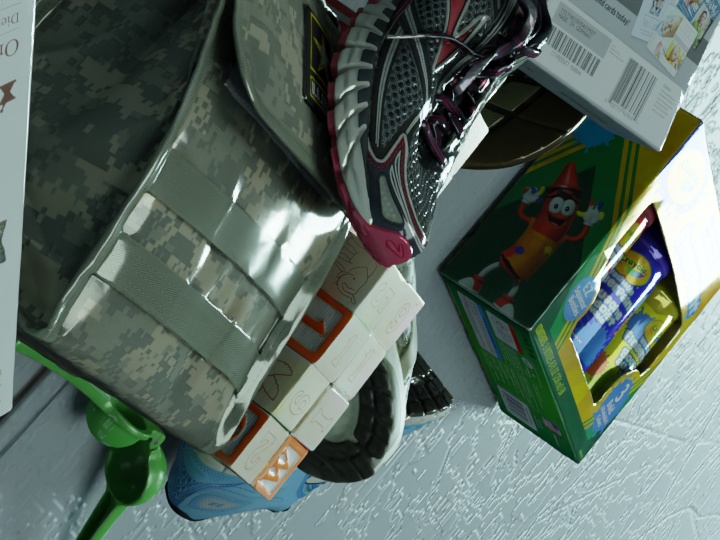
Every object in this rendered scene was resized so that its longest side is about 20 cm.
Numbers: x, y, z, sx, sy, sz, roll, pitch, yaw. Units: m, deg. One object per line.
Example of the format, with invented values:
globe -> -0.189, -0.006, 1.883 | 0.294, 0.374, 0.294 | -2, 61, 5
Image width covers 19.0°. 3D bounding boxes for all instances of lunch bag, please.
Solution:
lunch bag -> -0.073, -0.049, 0.882 | 0.200, 0.117, 0.164 | -58, 153, -9

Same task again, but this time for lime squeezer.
lime squeezer -> -0.128, 0.084, 1.028 | 0.070, 0.038, 0.201 | -11, 138, -12

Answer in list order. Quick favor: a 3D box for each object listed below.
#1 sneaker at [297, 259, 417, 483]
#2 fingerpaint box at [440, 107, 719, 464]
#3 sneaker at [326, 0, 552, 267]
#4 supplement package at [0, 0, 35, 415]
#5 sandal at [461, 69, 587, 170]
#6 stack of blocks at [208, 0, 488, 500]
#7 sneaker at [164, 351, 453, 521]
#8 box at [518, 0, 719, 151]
sneaker -> 0.000, 0.000, 1.070 | 0.089, 0.077, 0.201 | -18, 114, -71
fingerpaint box -> 0.146, 0.003, 1.324 | 0.167, 0.073, 0.200 | -49, 152, -14
sneaker -> 0.038, -0.092, 0.900 | 0.081, 0.074, 0.201 | 66, 36, -55
supplement package -> -0.189, -0.033, 0.707 | 0.117, 0.117, 0.201 | -31, 143, -40
sandal -> 0.099, -0.117, 1.145 | 0.200, 0.082, 0.055 | -48, 174, -29
stack of blocks -> -0.029, -0.012, 0.979 | 0.200, 0.115, 0.059 | -52, 155, -7
sneaker -> -0.033, 0.081, 1.148 | 0.200, 0.078, 0.090 | -14, 149, -48
box -> 0.142, -0.176, 1.047 | 0.156, 0.041, 0.201 | 24, 92, -53
